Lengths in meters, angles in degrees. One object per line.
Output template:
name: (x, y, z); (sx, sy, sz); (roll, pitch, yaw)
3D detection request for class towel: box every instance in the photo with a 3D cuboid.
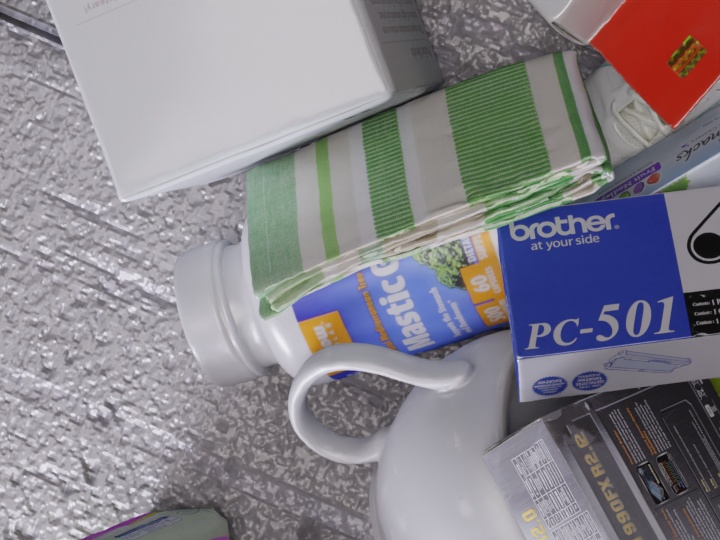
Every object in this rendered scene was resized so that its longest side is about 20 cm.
towel: (0.033, -0.050, 1.290); (0.199, 0.153, 0.023); (-22, 119, 9)

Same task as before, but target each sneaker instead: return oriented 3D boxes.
sneaker: (0.174, -0.107, 1.338); (0.070, 0.080, 0.200); (44, 104, 2)

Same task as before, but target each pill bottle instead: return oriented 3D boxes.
pill bottle: (0.000, 0.000, 1.368); (0.199, 0.112, 0.113); (-18, 93, 13)

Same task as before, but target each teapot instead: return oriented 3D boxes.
teapot: (0.071, 0.134, 1.343); (0.146, 0.197, 0.201); (-25, 74, 34)

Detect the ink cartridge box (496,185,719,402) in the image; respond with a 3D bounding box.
ink cartridge box: (0.174, 0.007, 1.248); (0.198, 0.044, 0.095); (-7, 55, 2)

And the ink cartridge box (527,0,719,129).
ink cartridge box: (0.174, -0.204, 1.299); (0.200, 0.043, 0.174); (-50, 49, 13)

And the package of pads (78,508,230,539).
package of pads: (-0.124, 0.248, 1.402); (0.068, 0.154, 0.202); (-6, 93, 27)

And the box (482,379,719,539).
box: (0.168, 0.155, 1.259); (0.048, 0.158, 0.201); (-37, 78, 38)

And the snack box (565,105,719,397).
snack box: (0.232, -0.028, 1.320); (0.199, 0.053, 0.142); (-30, 118, 12)

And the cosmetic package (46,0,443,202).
cosmetic package: (-0.073, -0.163, 1.336); (0.165, 0.167, 0.201); (-20, 91, 13)
